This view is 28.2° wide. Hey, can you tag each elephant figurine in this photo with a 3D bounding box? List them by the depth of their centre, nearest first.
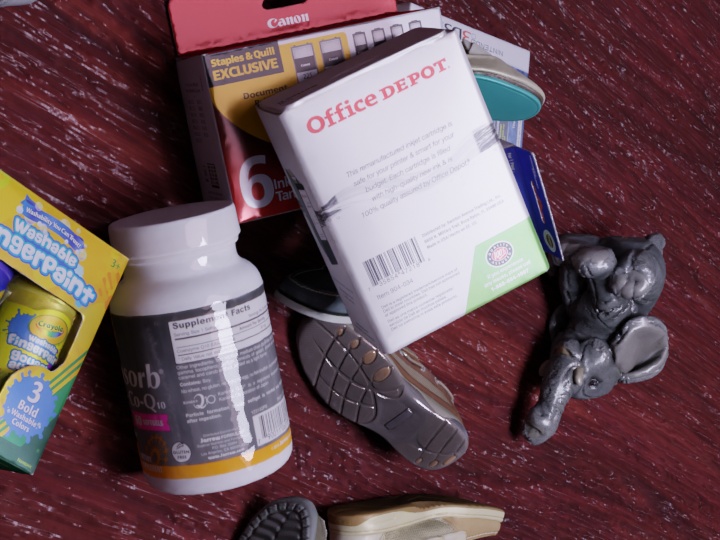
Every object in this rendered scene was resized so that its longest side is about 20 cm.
[{"bbox_3d":[0.242,0.068,1.470,0.142,0.155,0.200,-94,-173,-78],"label":"elephant figurine"}]

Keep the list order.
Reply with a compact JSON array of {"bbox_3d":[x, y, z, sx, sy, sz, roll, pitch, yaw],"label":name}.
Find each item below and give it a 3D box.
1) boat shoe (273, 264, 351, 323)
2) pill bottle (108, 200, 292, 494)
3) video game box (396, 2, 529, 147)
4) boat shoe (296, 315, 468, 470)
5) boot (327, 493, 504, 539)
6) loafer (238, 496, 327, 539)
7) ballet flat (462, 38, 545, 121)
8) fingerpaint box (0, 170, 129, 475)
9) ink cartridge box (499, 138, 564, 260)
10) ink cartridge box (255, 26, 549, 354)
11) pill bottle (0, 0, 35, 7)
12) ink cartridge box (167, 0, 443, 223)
[{"bbox_3d":[0.000,0.000,1.216,0.200,0.073,0.062,-8,122,-54],"label":"boat shoe"},{"bbox_3d":[-0.122,0.055,1.063,0.116,0.116,0.200,-21,104,-45],"label":"pill bottle"},{"bbox_3d":[0.082,-0.130,1.335,0.182,0.047,0.200,10,83,-44],"label":"video game box"},{"bbox_3d":[0.017,0.095,1.257,0.200,0.076,0.072,46,24,-27],"label":"boat shoe"},{"bbox_3d":[0.050,0.282,1.280,0.200,0.073,0.156,3,87,-46],"label":"boot"},{"bbox_3d":[-0.068,0.283,1.164,0.070,0.075,0.200,25,76,-57],"label":"loafer"},{"bbox_3d":[0.070,-0.176,1.245,0.200,0.069,0.070,5,87,-25],"label":"ballet flat"},{"bbox_3d":[-0.270,0.016,0.932,0.200,0.073,0.167,40,62,-40],"label":"fingerpaint box"},{"bbox_3d":[0.102,-0.068,1.190,0.037,0.200,0.095,-24,110,-14],"label":"ink cartridge box"},{"bbox_3d":[0.031,-0.063,1.067,0.145,0.084,0.200,-27,107,-10],"label":"ink cartridge box"},{"bbox_3d":[-0.292,-0.201,0.878,0.200,0.111,0.111,-14,100,-47],"label":"pill bottle"},{"bbox_3d":[-0.035,-0.146,1.126,0.200,0.084,0.176,-16,102,-20],"label":"ink cartridge box"}]
